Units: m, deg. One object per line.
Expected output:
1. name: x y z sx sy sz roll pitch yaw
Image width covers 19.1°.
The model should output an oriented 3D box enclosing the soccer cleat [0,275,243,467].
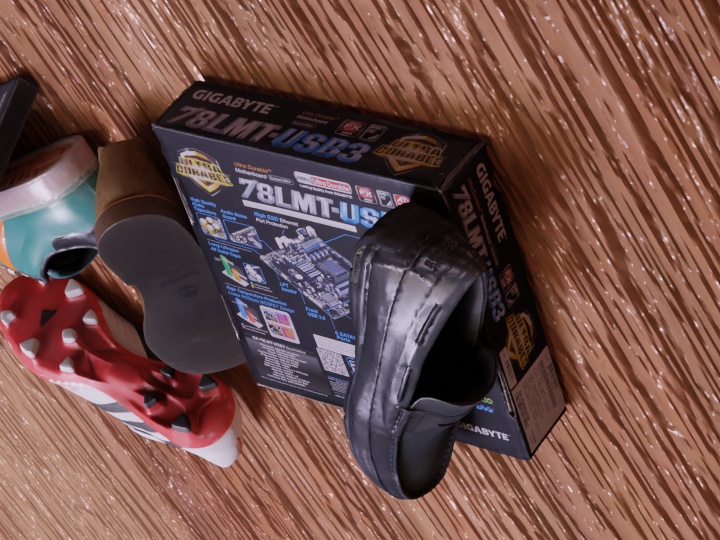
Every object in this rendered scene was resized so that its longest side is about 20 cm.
1. soccer cleat: -0.158 0.067 1.411 0.200 0.069 0.085 28 161 25

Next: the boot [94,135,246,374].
1. boot: -0.108 -0.007 1.279 0.200 0.073 0.076 67 -174 -55

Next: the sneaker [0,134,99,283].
1. sneaker: -0.214 -0.024 1.348 0.200 0.071 0.080 -12 119 52

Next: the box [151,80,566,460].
1. box: 0.000 0.000 1.168 0.200 0.050 0.199 13 138 35

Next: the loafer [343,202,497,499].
1. loafer: 0.033 0.054 1.092 0.070 0.068 0.201 32 144 27

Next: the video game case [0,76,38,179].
1. video game case: -0.277 -0.037 1.336 0.019 0.143 0.200 32 155 -29
